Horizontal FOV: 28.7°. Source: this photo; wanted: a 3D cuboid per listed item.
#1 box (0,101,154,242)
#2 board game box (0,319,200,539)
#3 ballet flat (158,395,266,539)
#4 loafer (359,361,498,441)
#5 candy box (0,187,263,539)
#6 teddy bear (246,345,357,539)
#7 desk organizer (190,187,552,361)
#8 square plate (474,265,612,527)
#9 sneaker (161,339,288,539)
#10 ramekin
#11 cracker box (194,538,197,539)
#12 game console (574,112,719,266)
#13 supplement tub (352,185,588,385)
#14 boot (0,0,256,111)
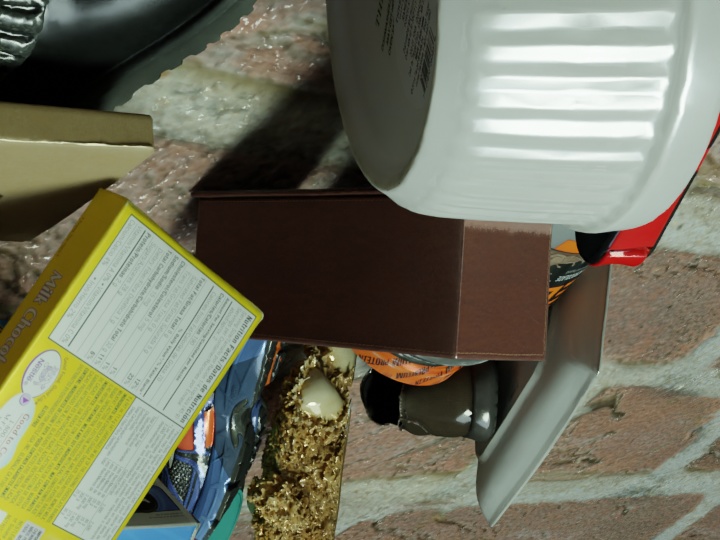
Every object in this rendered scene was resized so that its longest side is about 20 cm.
[{"bbox_3d":[-0.203,-0.039,0.552,0.199,0.021,0.163,2,169,-31],"label":"box"},{"bbox_3d":[-0.212,0.090,0.669,0.199,0.196,0.056,7,113,-46],"label":"board game box"},{"bbox_3d":[-0.111,0.135,0.968,0.068,0.068,0.200,-10,139,-36],"label":"ballet flat"},{"bbox_3d":[0.033,0.071,0.936,0.071,0.073,0.200,4,177,-12],"label":"loafer"},{"bbox_3d":[-0.127,0.075,0.579,0.200,0.026,0.102,-57,140,-10],"label":"candy box"},{"bbox_3d":[-0.042,0.120,0.957,0.066,0.146,0.200,10,144,2],"label":"teddy bear"},{"bbox_3d":[0.000,0.000,0.712,0.072,0.077,0.199,5,178,-44],"label":"desk organizer"},{"bbox_3d":[0.113,0.032,0.891,0.028,0.199,0.200,16,142,-4],"label":"square plate"},{"bbox_3d":[-0.097,0.083,0.846,0.075,0.078,0.201,-50,159,-70],"label":"sneaker"},{"bbox_3d":[0.055,-0.114,0.561,0.104,0.201,0.200,-4,147,-16],"label":"ramekin"},{"bbox_3d":[-0.208,0.188,0.840,0.199,0.058,0.134,15,141,-9],"label":"cracker box"},{"bbox_3d":[0.130,-0.119,0.621,0.031,0.201,0.177,8,143,-5],"label":"game console"},{"bbox_3d":[0.069,-0.030,0.785,0.122,0.123,0.200,-2,145,-38],"label":"supplement tub"},{"bbox_3d":[-0.126,-0.122,0.510,0.211,0.080,0.158,-39,150,23],"label":"boot"}]
